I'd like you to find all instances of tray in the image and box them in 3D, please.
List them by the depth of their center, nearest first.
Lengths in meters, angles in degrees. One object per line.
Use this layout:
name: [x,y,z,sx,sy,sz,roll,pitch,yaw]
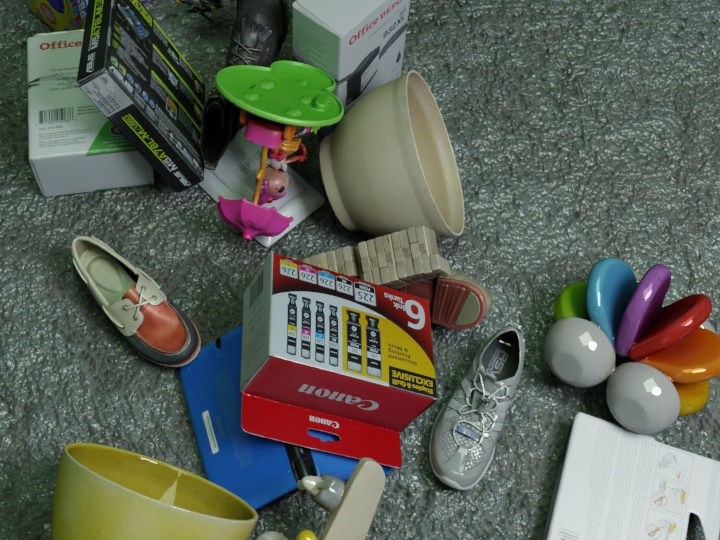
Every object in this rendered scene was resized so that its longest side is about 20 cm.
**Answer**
tray: [-0.147,-0.126,1.288,0.107,0.022,0.200,-38,69,-24]

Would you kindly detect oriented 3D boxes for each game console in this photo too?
game console: [-0.086,0.163,1.122,0.169,0.118,0.202,-30,60,15]

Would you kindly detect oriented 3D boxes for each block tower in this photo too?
block tower: [0.000,0.000,1.154,0.197,0.054,0.059,-14,79,18]

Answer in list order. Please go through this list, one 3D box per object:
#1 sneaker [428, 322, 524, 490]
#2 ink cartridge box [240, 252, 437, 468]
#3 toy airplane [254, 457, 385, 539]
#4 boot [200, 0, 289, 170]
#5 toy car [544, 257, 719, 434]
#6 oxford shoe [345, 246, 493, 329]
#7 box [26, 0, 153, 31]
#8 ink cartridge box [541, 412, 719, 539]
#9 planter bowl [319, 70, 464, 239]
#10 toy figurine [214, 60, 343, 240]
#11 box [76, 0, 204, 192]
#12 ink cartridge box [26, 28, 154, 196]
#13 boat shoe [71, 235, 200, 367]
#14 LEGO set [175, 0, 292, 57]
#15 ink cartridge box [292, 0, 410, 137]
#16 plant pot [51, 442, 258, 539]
sneaker: [0.129,0.142,1.110,0.074,0.082,0.202,19,60,8]
ink cartridge box: [-0.023,0.098,1.074,0.198,0.084,0.177,16,49,-23]
toy airplane: [-0.049,0.297,0.968,0.199,0.201,0.140,-30,36,-30]
boot: [-0.147,-0.242,1.236,0.068,0.202,0.175,14,36,3]
toy car: [0.313,0.064,1.116,0.199,0.151,0.175,36,48,17]
oxford shoe: [0.063,0.019,1.202,0.198,0.071,0.075,22,16,20]
box: [-0.361,-0.446,1.361,0.122,0.201,0.193,38,64,17]
ink cartridge box: [0.287,0.270,1.068,0.171,0.044,0.202,18,59,6]
planter bowl: [0.032,-0.121,1.216,0.133,0.200,0.203,-16,57,19]
toy figurine: [-0.107,-0.132,1.189,0.148,0.186,0.200,20,28,5]
box: [-0.259,-0.227,1.224,0.047,0.200,0.195,-23,47,15]
ink cartridge box: [-0.344,-0.206,1.286,0.144,0.083,0.202,-7,60,-7]
boat shoe: [-0.260,0.033,1.151,0.071,0.063,0.200,-41,64,-17]
LEGO set: [-0.143,-0.343,1.389,0.199,0.117,0.153,40,35,14]
ink cartridge box: [-0.013,-0.285,1.287,0.083,0.201,0.145,36,63,18]
plant pot: [-0.214,0.269,0.968,0.197,0.200,0.144,20,85,8]
